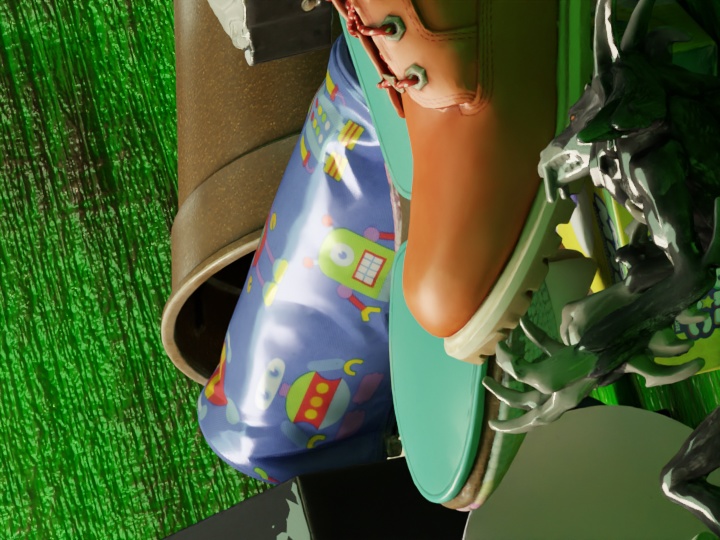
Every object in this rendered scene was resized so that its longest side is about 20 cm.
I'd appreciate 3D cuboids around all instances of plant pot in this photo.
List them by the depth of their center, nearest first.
[{"bbox_3d":[-0.001,-0.068,1.221,0.200,0.200,0.199,83,179,-64],"label":"plant pot"}]

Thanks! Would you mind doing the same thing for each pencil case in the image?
[{"bbox_3d":[0.000,0.000,1.056,0.078,0.087,0.200,-59,-8,-56],"label":"pencil case"}]

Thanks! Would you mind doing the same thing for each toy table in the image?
[{"bbox_3d":[0.092,0.160,0.938,0.200,0.183,0.117,-75,-6,-49],"label":"toy table"}]

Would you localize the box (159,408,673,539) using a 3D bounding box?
[{"bbox_3d":[0.024,0.122,1.096,0.141,0.200,0.079,-33,70,49],"label":"box"}]

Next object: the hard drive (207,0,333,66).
[{"bbox_3d":[-0.050,-0.188,0.893,0.200,0.038,0.140,91,159,-43],"label":"hard drive"}]

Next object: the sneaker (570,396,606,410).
[{"bbox_3d":[0.115,0.157,1.223,0.078,0.066,0.201,8,-107,-75],"label":"sneaker"}]

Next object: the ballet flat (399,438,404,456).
[{"bbox_3d":[0.029,0.089,1.246,0.200,0.067,0.063,-30,75,58],"label":"ballet flat"}]

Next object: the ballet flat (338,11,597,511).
[{"bbox_3d":[0.041,-0.021,0.910,0.069,0.071,0.201,-12,88,56],"label":"ballet flat"}]

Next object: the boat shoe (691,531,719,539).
[{"bbox_3d":[0.084,0.127,0.774,0.072,0.061,0.201,49,-165,12],"label":"boat shoe"}]

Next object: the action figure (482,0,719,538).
[{"bbox_3d":[0.088,0.016,0.753,0.119,0.102,0.200,-10,-101,-61],"label":"action figure"}]

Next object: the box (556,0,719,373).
[{"bbox_3d":[0.093,-0.043,0.925,0.200,0.048,0.118,-119,14,-66],"label":"box"}]

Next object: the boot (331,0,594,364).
[{"bbox_3d":[0.021,-0.074,0.831,0.075,0.107,0.201,163,116,-73],"label":"boot"}]
